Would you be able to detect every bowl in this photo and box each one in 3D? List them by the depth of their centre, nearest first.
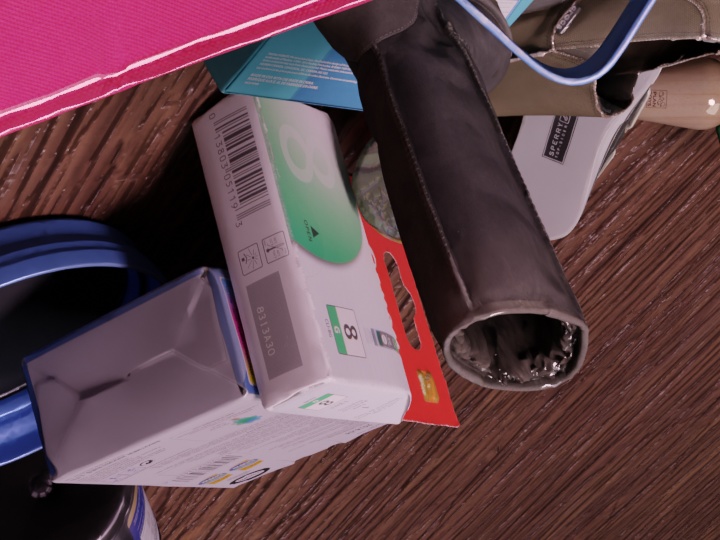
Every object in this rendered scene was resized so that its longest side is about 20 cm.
[{"bbox_3d":[-0.198,0.045,0.909,0.200,0.039,0.201,-25,155,-13],"label":"bowl"}]

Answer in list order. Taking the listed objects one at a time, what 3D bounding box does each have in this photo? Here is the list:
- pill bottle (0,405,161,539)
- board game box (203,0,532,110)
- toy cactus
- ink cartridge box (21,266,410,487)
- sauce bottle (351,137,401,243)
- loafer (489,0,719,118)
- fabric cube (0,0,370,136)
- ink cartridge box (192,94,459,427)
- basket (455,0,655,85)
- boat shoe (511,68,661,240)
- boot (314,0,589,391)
[{"bbox_3d":[-0.187,0.170,1.071,0.111,0.112,0.200,-26,155,-12],"label":"pill bottle"},{"bbox_3d":[0.034,-0.159,0.780,0.151,0.047,0.200,1,140,-49],"label":"board game box"},{"bbox_3d":[0.251,-0.105,1.046,0.164,0.102,0.201,-1,121,-1],"label":"toy cactus"},{"bbox_3d":[-0.067,0.066,0.927,0.136,0.077,0.200,-25,159,26],"label":"ink cartridge box"},{"bbox_3d":[0.045,-0.041,0.959,0.065,0.065,0.200,-35,169,9],"label":"sauce bottle"},{"bbox_3d":[0.108,-0.113,0.886,0.199,0.070,0.075,-24,161,31],"label":"loafer"},{"bbox_3d":[-0.104,-0.172,0.415,0.199,0.200,0.196,-22,155,-19],"label":"fabric cube"},{"bbox_3d":[0.000,0.000,0.902,0.050,0.162,0.200,-26,160,28],"label":"ink cartridge box"},{"bbox_3d":[0.076,-0.189,0.607,0.176,0.139,0.200,35,97,-21],"label":"basket"},{"bbox_3d":[0.134,-0.110,0.979,0.064,0.070,0.201,-53,168,-47],"label":"boat shoe"},{"bbox_3d":[0.050,-0.043,0.716,0.073,0.201,0.182,-40,153,22],"label":"boot"}]
